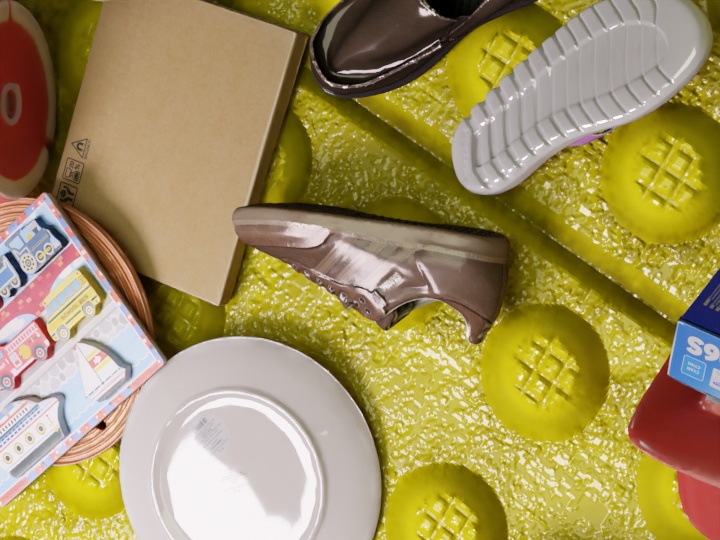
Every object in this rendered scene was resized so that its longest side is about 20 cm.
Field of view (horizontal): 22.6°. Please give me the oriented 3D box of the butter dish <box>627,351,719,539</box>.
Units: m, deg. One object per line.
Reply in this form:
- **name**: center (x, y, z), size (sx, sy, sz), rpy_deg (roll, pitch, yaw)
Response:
- **butter dish**: center (0.267, 0.113, 1.030), size (0.198, 0.200, 0.149), rpy_deg (20, 132, 22)

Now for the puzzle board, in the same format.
- **puzzle board**: center (-0.247, 0.061, 1.313), size (0.200, 0.017, 0.151), rpy_deg (-40, 81, 28)

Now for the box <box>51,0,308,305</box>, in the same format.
- **box**: center (-0.135, -0.095, 1.283), size (0.163, 0.021, 0.201), rpy_deg (21, 100, 24)

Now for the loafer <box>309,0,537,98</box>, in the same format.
- **loafer**: center (0.042, -0.179, 1.168), size (0.199, 0.071, 0.073), rpy_deg (-30, 79, 23)

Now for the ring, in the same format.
- **ring**: center (-0.233, 0.044, 1.323), size (0.199, 0.019, 0.202), rpy_deg (6, 103, 26)

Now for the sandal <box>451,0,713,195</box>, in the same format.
- **sandal**: center (0.141, -0.113, 1.139), size (0.202, 0.050, 0.083), rpy_deg (-28, 65, 37)

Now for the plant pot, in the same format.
- **plant pot**: center (-0.327, -0.120, 1.294), size (0.176, 0.200, 0.202), rpy_deg (1, 92, 15)

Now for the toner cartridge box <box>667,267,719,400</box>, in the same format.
- **toner cartridge box**: center (0.257, 0.007, 1.005), size (0.095, 0.200, 0.043), rpy_deg (24, 134, 24)

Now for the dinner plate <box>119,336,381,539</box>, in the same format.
- **dinner plate**: center (-0.082, 0.146, 1.252), size (0.199, 0.024, 0.202), rpy_deg (2, 95, 20)

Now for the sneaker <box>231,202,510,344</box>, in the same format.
- **sneaker**: center (0.000, 0.000, 1.195), size (0.199, 0.070, 0.076), rpy_deg (9, 96, 26)
